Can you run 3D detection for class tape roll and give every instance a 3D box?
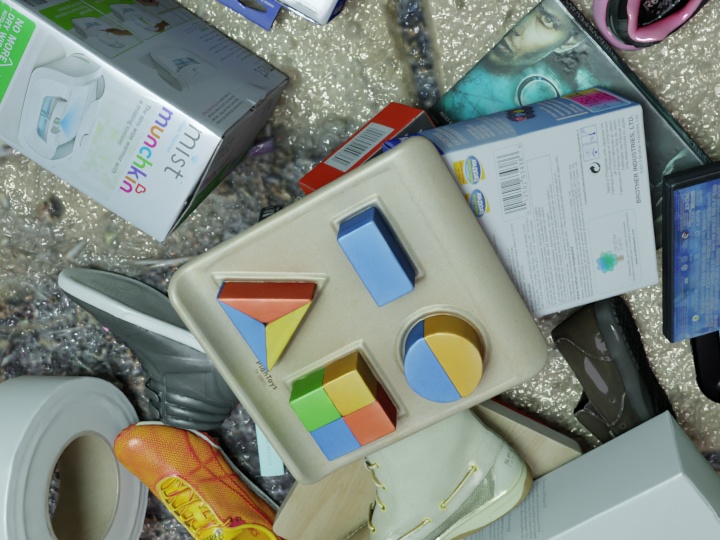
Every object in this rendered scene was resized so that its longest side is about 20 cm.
[{"bbox_3d":[-0.267,0.193,0.883,0.070,0.202,0.203,-2,111,21],"label":"tape roll"}]

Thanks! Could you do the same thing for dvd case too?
[{"bbox_3d":[0.318,-0.031,0.754,0.199,0.018,0.143,-15,123,-6],"label":"dvd case"},{"bbox_3d":[-0.070,0.047,0.801,0.022,0.200,0.147,-4,111,-1],"label":"dvd case"}]

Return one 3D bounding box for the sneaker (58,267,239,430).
[{"bbox_3d":[-0.187,0.076,0.899,0.199,0.071,0.100,26,108,-6],"label":"sneaker"}]

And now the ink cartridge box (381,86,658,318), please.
[{"bbox_3d":[0.099,-0.037,0.716,0.199,0.076,0.137,-15,111,-9],"label":"ink cartridge box"}]

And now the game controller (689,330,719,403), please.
[{"bbox_3d":[0.311,0.011,0.811,0.104,0.042,0.201,-10,109,13],"label":"game controller"}]

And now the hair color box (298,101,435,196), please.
[{"bbox_3d":[0.052,-0.019,0.787,0.101,0.061,0.200,-41,118,-8],"label":"hair color box"}]

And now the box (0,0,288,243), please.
[{"bbox_3d":[-0.164,-0.135,0.748,0.176,0.200,0.097,33,113,-5],"label":"box"}]

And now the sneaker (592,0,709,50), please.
[{"bbox_3d":[0.246,-0.230,0.703,0.079,0.095,0.200,38,110,-4],"label":"sneaker"}]

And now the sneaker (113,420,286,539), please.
[{"bbox_3d":[-0.139,0.207,0.922,0.200,0.077,0.073,41,109,-19],"label":"sneaker"}]

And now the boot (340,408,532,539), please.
[{"bbox_3d":[0.016,0.164,0.808,0.200,0.072,0.155,-35,111,10],"label":"boot"}]

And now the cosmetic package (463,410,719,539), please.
[{"bbox_3d":[0.191,0.214,0.808,0.200,0.085,0.108,-33,109,21],"label":"cosmetic package"}]

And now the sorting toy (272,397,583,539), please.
[{"bbox_3d":[0.055,0.176,0.890,0.198,0.070,0.201,26,113,-9],"label":"sorting toy"}]

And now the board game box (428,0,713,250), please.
[{"bbox_3d":[0.166,-0.095,0.777,0.200,0.028,0.135,47,123,-3],"label":"board game box"}]

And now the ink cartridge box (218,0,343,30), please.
[{"bbox_3d":[-0.049,-0.273,0.735,0.136,0.076,0.201,30,111,-2],"label":"ink cartridge box"}]

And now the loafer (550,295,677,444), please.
[{"bbox_3d":[0.217,0.114,0.857,0.071,0.073,0.201,-16,105,27],"label":"loafer"}]

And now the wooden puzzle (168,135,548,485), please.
[{"bbox_3d":[0.001,0.038,0.667,0.199,0.046,0.186,-29,108,10],"label":"wooden puzzle"}]
